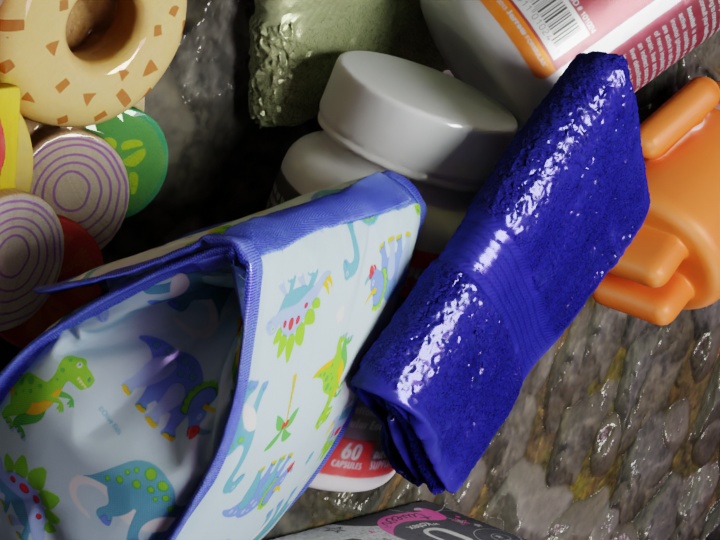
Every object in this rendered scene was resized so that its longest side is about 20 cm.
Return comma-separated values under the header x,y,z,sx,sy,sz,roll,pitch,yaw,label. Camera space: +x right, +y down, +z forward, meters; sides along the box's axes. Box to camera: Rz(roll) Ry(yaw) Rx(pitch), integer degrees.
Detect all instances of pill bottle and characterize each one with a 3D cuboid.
x,y,z,sx,sy,sz,roll,pitch,yaw,label
0.139,-0.159,0.849,0.200,0.113,0.113,-36,138,-4,pill bottle
0.000,0.000,0.825,0.114,0.114,0.201,-6,123,-52,pill bottle

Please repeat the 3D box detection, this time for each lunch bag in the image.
x,y,z,sx,sy,sz,roll,pitch,yaw,label
-0.067,0.044,0.707,0.200,0.127,0.170,-49,170,25,lunch bag

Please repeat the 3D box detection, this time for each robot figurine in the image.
x,y,z,sx,sy,sz,roll,pitch,yaw,label
0.235,-0.054,1.141,0.144,0.116,0.200,47,62,-11,robot figurine

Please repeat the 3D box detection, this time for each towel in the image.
x,y,z,sx,sy,sz,roll,pitch,yaw,label
0.075,0.007,0.776,0.200,0.049,0.148,-56,160,-13,towel
0.010,-0.162,0.856,0.200,0.036,0.149,-29,130,-44,towel

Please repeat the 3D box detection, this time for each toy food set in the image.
x,y,z,sx,sy,sz,roll,pitch,yaw,label
-0.154,-0.055,0.677,0.200,0.048,0.199,-17,120,-49,toy food set

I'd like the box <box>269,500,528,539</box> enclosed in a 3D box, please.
x,y,z,sx,sy,sz,roll,pitch,yaw,label
0.024,0.220,0.982,0.200,0.132,0.115,-1,104,-53,box

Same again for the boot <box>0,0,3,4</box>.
x,y,z,sx,sy,sz,roll,pitch,yaw,label
-0.237,-0.087,0.535,0.200,0.074,0.155,37,104,-26,boot
